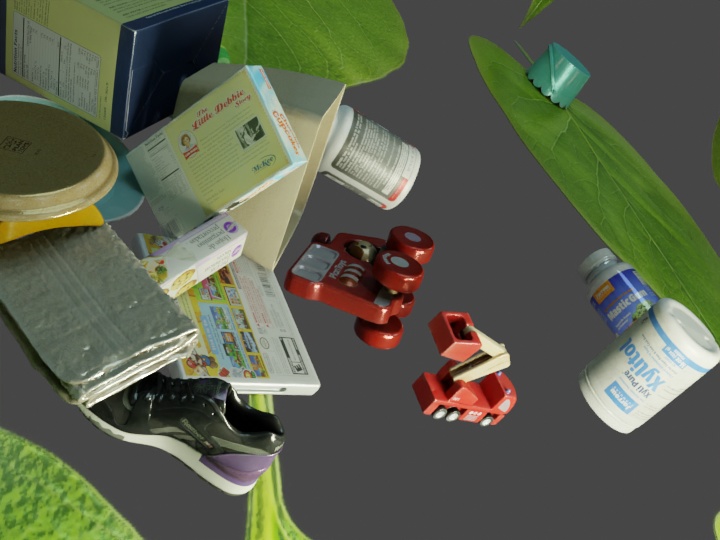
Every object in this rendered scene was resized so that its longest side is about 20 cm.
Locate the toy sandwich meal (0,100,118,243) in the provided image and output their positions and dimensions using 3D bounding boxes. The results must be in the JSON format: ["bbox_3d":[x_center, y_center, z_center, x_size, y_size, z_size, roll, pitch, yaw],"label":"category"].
[{"bbox_3d":[-0.328,-0.086,0.735,0.200,0.071,0.207,11,37,-9],"label":"toy sandwich meal"}]

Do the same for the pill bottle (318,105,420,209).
[{"bbox_3d":[-0.011,-0.193,1.271,0.197,0.114,0.115,28,31,-23],"label":"pill bottle"}]

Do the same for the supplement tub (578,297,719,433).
[{"bbox_3d":[0.470,0.156,1.286,0.130,0.201,0.133,28,30,-19],"label":"supplement tub"}]

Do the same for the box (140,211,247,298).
[{"bbox_3d":[-0.198,0.001,0.817,0.039,0.042,0.199,39,42,12],"label":"box"}]

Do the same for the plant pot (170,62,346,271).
[{"bbox_3d":[-0.142,-0.153,0.989,0.174,0.203,0.201,20,25,-2],"label":"plant pot"}]

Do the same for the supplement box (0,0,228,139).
[{"bbox_3d":[-0.304,-0.292,0.966,0.197,0.136,0.200,28,35,10],"label":"supplement box"}]

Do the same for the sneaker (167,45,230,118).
[{"bbox_3d":[-0.239,-0.266,1.147,0.083,0.074,0.201,34,39,-5],"label":"sneaker"}]

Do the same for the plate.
[{"bbox_3d":[-0.337,-0.120,0.879,0.198,0.026,0.202,31,30,-20],"label":"plate"}]

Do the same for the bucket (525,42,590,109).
[{"bbox_3d":[0.687,-0.679,2.722,0.205,0.135,0.209,30,29,-19],"label":"bucket"}]

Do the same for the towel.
[{"bbox_3d":[-0.248,0.029,0.709,0.131,0.035,0.200,-25,56,-35],"label":"towel"}]

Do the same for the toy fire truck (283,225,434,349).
[{"bbox_3d":[0.000,0.000,1.050,0.165,0.114,0.201,22,28,5],"label":"toy fire truck"}]

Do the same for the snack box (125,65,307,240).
[{"bbox_3d":[-0.165,-0.126,0.882,0.118,0.198,0.037,63,27,0],"label":"snack box"}]

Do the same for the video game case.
[{"bbox_3d":[-0.150,0.050,0.877,0.180,0.023,0.202,10,43,-43],"label":"video game case"}]

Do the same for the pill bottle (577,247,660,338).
[{"bbox_3d":[0.523,0.057,1.571,0.111,0.112,0.202,4,45,-47],"label":"pill bottle"}]

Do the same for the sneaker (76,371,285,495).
[{"bbox_3d":[-0.158,0.117,0.709,0.198,0.088,0.076,31,31,-17],"label":"sneaker"}]

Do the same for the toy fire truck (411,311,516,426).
[{"bbox_3d":[0.141,0.129,0.993,0.197,0.142,0.049,16,37,-36],"label":"toy fire truck"}]
